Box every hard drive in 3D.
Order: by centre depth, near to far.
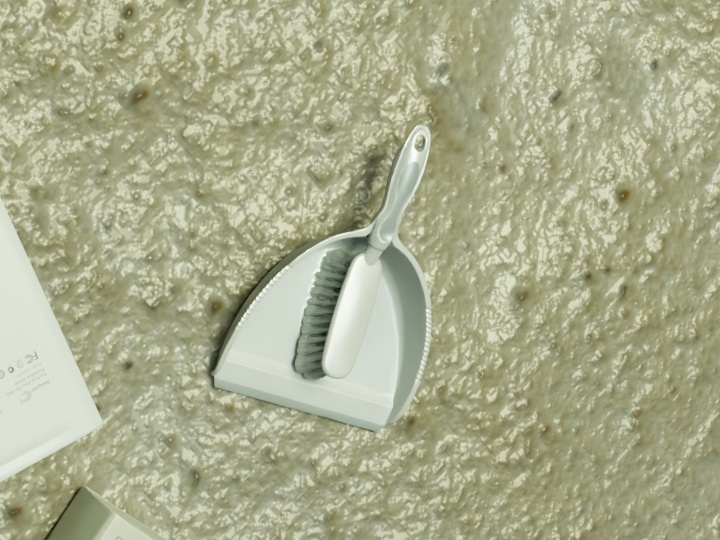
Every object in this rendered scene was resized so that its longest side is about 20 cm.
[{"bbox_3d":[-0.254,0.036,1.366,0.131,0.026,0.201,-28,109,-17],"label":"hard drive"}]

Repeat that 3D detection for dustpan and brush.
[{"bbox_3d":[0.000,0.000,1.454,0.139,0.057,0.201,17,92,-26],"label":"dustpan and brush"}]

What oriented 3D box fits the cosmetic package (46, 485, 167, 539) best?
[{"bbox_3d":[-0.182,0.249,1.412,0.103,0.073,0.201,37,83,-25],"label":"cosmetic package"}]
